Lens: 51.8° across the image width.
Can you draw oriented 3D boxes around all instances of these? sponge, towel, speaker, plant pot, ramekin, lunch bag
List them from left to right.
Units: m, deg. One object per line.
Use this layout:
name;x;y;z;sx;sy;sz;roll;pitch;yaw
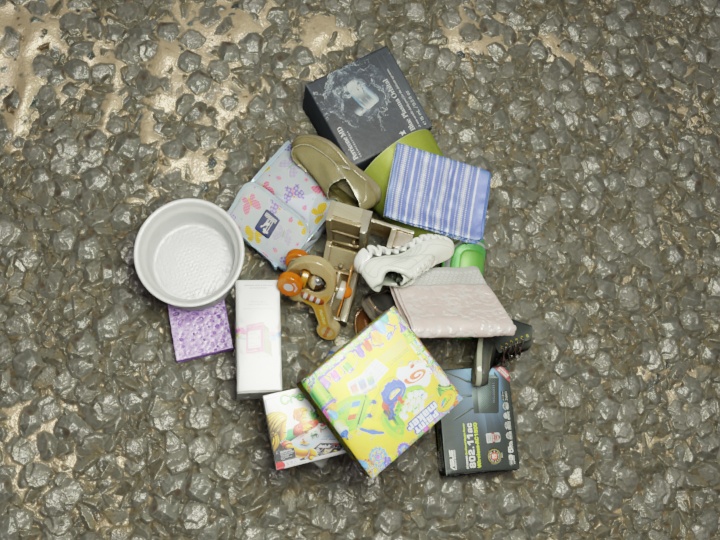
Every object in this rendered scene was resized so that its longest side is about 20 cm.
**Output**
ramekin;-0.314;-0.022;1.383;0.196;0.098;0.205;2;76;-6
sponge;-0.315;0.066;1.428;0.109;0.030;0.204;-10;78;-11
lunch bag;-0.144;-0.118;1.446;0.169;0.127;0.200;40;74;6
plant pot;0.122;-0.135;1.448;0.186;0.188;0.201;-33;77;-14
towel;0.146;-0.141;1.366;0.197;0.024;0.148;14;78;-15
towel;0.160;0.055;1.346;0.196;0.033;0.192;0;35;-16
speaker;0.203;0.031;1.487;0.087;0.089;0.204;9;76;-6

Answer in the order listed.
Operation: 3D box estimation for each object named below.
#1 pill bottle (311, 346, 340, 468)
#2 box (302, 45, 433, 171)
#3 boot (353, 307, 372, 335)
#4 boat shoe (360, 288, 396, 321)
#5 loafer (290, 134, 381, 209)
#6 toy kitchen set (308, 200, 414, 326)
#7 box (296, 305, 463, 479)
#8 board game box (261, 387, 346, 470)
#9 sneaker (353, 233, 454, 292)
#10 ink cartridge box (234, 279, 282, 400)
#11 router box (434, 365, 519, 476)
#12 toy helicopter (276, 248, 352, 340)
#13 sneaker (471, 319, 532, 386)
pill bottle;-0.057;0.254;1.379;0.113;0.114;0.202;33;75;0
box;0.012;-0.315;1.523;0.198;0.118;0.199;-28;82;-13
boot;0.050;0.152;1.397;0.075;0.155;0.203;-15;79;-11
boat shoe;0.074;0.055;1.412;0.073;0.199;0.075;-48;67;25
loafer;-0.051;-0.179;1.384;0.198;0.076;0.068;33;47;2
toy kitchen set;0.000;0.000;1.393;0.160;0.200;0.184;15;75;3
box;0.029;0.203;1.243;0.199;0.122;0.194;-37;87;-13
board game box;-0.064;0.261;1.299;0.196;0.035;0.129;-11;80;-12
sneaker;0.088;-0.009;1.342;0.197;0.076;0.082;-14;48;-21
ink cartridge box;-0.191;0.132;1.371;0.083;0.145;0.204;1;77;-10
router box;0.219;0.290;1.439;0.147;0.062;0.204;-3;77;-8
toy helicopter;-0.067;0.052;1.370;0.130;0.202;0.080;-2;41;15
sneaker;0.275;0.151;1.424;0.104;0.076;0.201;13;39;9
